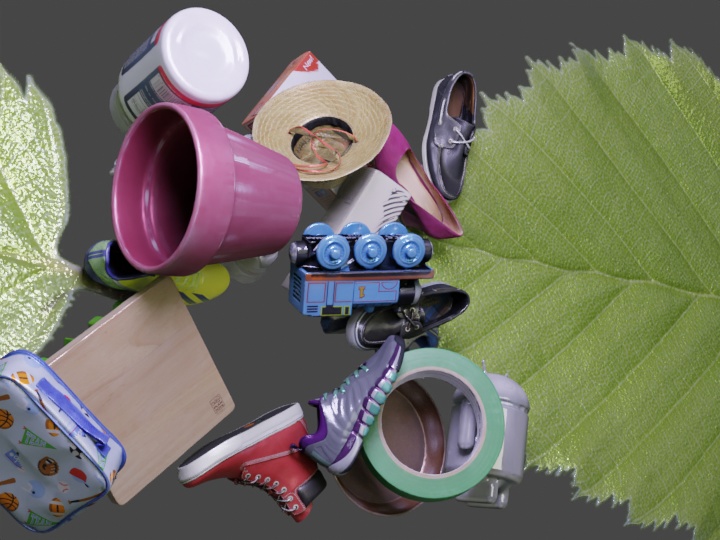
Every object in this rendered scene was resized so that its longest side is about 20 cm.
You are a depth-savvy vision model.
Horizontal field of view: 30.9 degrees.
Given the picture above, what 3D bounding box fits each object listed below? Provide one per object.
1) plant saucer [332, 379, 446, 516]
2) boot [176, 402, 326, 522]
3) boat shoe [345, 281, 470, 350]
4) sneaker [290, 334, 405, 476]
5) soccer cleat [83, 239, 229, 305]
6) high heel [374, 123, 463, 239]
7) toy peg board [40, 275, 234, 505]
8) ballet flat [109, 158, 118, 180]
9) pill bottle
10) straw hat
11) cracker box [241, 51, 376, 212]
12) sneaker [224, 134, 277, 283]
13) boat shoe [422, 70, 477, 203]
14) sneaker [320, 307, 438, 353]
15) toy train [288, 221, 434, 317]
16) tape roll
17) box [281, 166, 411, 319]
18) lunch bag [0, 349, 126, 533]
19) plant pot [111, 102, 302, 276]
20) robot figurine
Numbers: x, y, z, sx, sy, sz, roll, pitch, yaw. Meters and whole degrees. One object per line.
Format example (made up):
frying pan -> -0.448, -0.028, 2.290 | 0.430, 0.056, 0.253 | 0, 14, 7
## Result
plant saucer -> 0.030, 0.238, 1.802 | 0.199, 0.034, 0.203 | 8, 75, -33
boot -> -0.132, 0.272, 1.668 | 0.199, 0.072, 0.146 | -21, 93, -38
boat shoe -> 0.066, 0.058, 1.767 | 0.199, 0.056, 0.069 | -21, 107, -38
sneaker -> -0.014, 0.161, 1.688 | 0.087, 0.074, 0.201 | 28, 73, -3
soccer cleat -> -0.249, 0.003, 1.640 | 0.198, 0.083, 0.065 | 11, 74, -31
high heel -> 0.085, -0.127, 1.831 | 0.068, 0.095, 0.201 | -56, 141, -26
toy peg board -> -0.288, 0.141, 1.594 | 0.200, 0.097, 0.201 | -39, 117, -33
ballet flat -> -0.246, -0.074, 1.675 | 0.200, 0.072, 0.072 | 47, 58, -7
pill bottle -> -0.235, -0.235, 1.629 | 0.119, 0.199, 0.121 | 10, 71, -32
straw hat -> -0.050, -0.158, 1.737 | 0.201, 0.200, 0.086 | -46, 147, -31
cracker box -> -0.052, -0.187, 1.828 | 0.200, 0.058, 0.134 | 44, 61, -17
sneaker -> -0.130, -0.088, 1.729 | 0.077, 0.099, 0.202 | 4, 77, -32
boat shoe -> 0.139, -0.202, 1.953 | 0.071, 0.067, 0.202 | 15, 73, -31
sneaker -> 0.035, 0.084, 1.817 | 0.198, 0.077, 0.086 | -3, 85, -33
toy train -> 0.000, 0.000, 1.692 | 0.198, 0.087, 0.116 | -1, 107, -22
tape roll -> 0.093, 0.208, 1.751 | 0.198, 0.048, 0.203 | 1, 74, -5
box -> -0.020, -0.040, 1.762 | 0.068, 0.082, 0.201 | 33, 87, -23
lunch bag -> -0.365, 0.195, 1.473 | 0.200, 0.160, 0.076 | 48, 26, -13
plant pot -> -0.177, -0.090, 1.574 | 0.178, 0.199, 0.202 | 6, 76, -42
robot figurine -> 0.181, 0.234, 1.853 | 0.170, 0.112, 0.202 | 41, 54, -58
